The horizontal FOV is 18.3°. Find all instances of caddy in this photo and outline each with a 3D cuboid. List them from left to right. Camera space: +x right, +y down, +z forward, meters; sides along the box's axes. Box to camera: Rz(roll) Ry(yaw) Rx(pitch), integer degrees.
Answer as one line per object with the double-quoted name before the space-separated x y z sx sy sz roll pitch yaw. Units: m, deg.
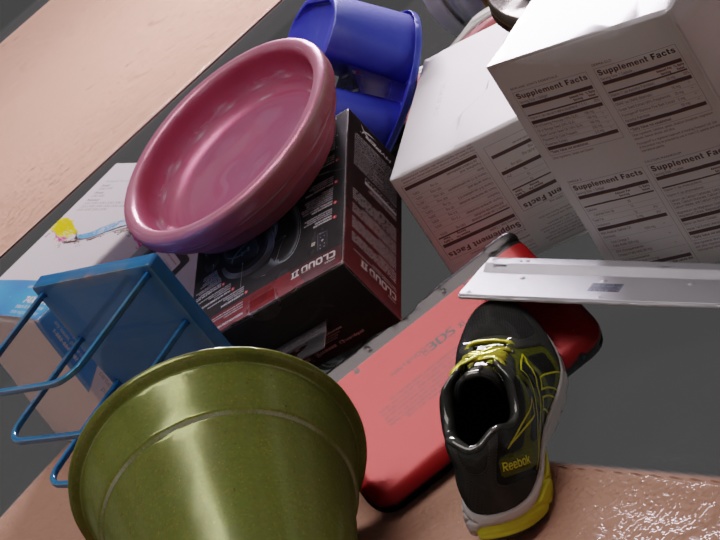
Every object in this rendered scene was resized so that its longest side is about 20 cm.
"caddy" -0.004 -0.155 1.880 0.200 0.104 0.142 -162 87 -75

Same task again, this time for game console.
"game console" 0.061 0.079 1.584 0.200 0.119 0.172 -38 54 -5

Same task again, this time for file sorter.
"file sorter" -0.161 0.109 1.604 0.138 0.200 0.123 -9 38 46

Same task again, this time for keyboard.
"keyboard" 0.166 0.010 1.488 0.199 0.011 0.056 2 30 25

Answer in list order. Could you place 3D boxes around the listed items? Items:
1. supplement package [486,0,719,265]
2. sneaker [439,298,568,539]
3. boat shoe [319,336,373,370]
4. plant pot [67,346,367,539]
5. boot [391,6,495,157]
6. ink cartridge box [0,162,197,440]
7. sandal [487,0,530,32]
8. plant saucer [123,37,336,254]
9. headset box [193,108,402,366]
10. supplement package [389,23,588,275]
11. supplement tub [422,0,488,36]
"supplement package" 0.217 -0.118 1.513 0.150 0.200 0.152 -14 30 40
"sneaker" 0.090 0.077 1.431 0.074 0.085 0.201 -14 38 12
"boat shoe" 0.000 0.000 1.756 0.060 0.076 0.201 -13 43 36
"plant pot" -0.072 0.184 1.388 0.199 0.200 0.190 -32 36 7
"boot" 0.094 -0.149 1.916 0.200 0.072 0.145 -34 22 23
"ink cartridge box" -0.195 0.026 1.871 0.200 0.147 0.146 -47 25 -25
"sandal" 0.158 -0.211 1.678 0.081 0.055 0.200 -34 25 -10
"plant saucer" -0.092 -0.087 1.699 0.200 0.051 0.201 -31 34 24
"headset box" -0.047 -0.005 1.671 0.148 0.077 0.201 -30 36 24
"supplement package" 0.128 -0.108 1.732 0.155 0.111 0.200 -24 26 24
"supplement tub" 0.156 -0.302 2.023 0.199 0.145 0.145 -19 28 33
